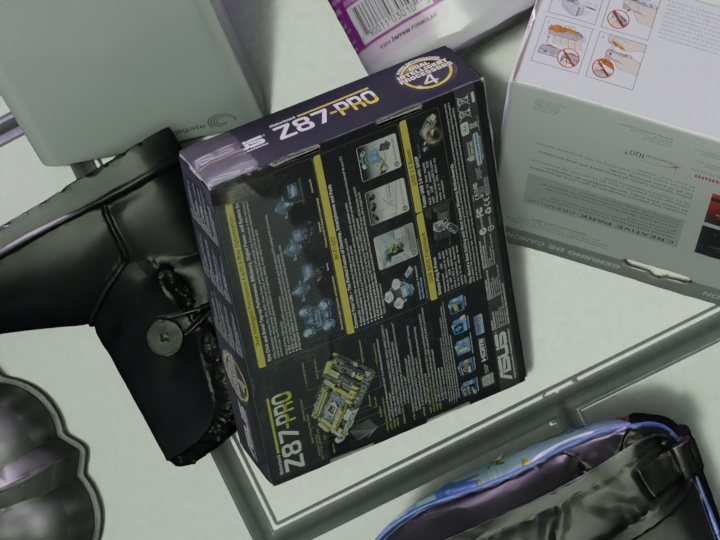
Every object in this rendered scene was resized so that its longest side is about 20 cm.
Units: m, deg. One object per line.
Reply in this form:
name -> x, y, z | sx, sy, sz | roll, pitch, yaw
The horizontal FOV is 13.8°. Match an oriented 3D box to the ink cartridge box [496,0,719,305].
ink cartridge box -> 0.177, -0.063, 1.593 | 0.199, 0.176, 0.084 | 17, 64, 5

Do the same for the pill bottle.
pill bottle -> 0.011, -0.209, 1.608 | 0.112, 0.112, 0.201 | -28, 89, 7

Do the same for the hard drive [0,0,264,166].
hard drive -> -0.137, -0.124, 1.591 | 0.131, 0.200, 0.027 | -11, 62, 7

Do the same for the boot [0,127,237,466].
boot -> -0.142, 0.039, 1.653 | 0.199, 0.076, 0.169 | -30, 91, 10

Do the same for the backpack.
backpack -> 0.104, 0.185, 1.595 | 0.199, 0.147, 0.184 | -20, 87, 2

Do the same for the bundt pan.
bundt pan -> -0.249, 0.147, 1.673 | 0.200, 0.076, 0.203 | 0, 92, 6

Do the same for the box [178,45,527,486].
box -> 0.000, 0.000, 1.574 | 0.160, 0.049, 0.201 | -24, 127, -17
